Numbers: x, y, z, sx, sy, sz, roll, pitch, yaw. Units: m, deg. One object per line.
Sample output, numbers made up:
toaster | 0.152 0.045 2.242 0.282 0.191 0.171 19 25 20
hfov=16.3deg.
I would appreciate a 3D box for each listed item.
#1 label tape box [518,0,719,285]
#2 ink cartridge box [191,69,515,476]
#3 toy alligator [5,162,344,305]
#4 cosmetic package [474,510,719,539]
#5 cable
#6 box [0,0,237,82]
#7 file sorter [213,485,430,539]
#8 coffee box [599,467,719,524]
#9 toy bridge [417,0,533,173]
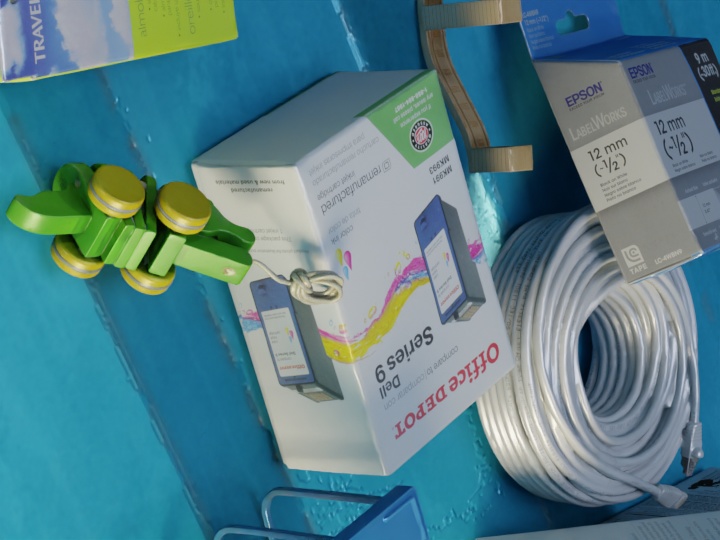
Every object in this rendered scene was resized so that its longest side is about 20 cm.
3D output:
label tape box | 0.192 -0.104 1.663 0.143 0.066 0.201 -19 87 -57
ink cartridge box | 0.000 0.000 1.480 0.145 0.087 0.201 -35 119 -44
toy alligator | -0.101 -0.024 1.364 0.199 0.059 0.054 14 40 -27
cosmetic package | 0.176 0.223 1.610 0.198 0.081 0.114 -8 101 -5
cable | 0.153 0.056 1.674 0.199 0.069 0.202 10 83 -48
box | -0.144 -0.169 1.322 0.200 0.047 0.123 -19 106 -55
file sorter | -0.054 0.223 1.394 0.200 0.122 0.140 -35 117 -43
coffee box | 0.226 0.220 1.753 0.199 0.079 0.114 -19 106 -47
toy bridge | 0.067 -0.161 1.568 0.027 0.067 0.202 -12 99 -48
